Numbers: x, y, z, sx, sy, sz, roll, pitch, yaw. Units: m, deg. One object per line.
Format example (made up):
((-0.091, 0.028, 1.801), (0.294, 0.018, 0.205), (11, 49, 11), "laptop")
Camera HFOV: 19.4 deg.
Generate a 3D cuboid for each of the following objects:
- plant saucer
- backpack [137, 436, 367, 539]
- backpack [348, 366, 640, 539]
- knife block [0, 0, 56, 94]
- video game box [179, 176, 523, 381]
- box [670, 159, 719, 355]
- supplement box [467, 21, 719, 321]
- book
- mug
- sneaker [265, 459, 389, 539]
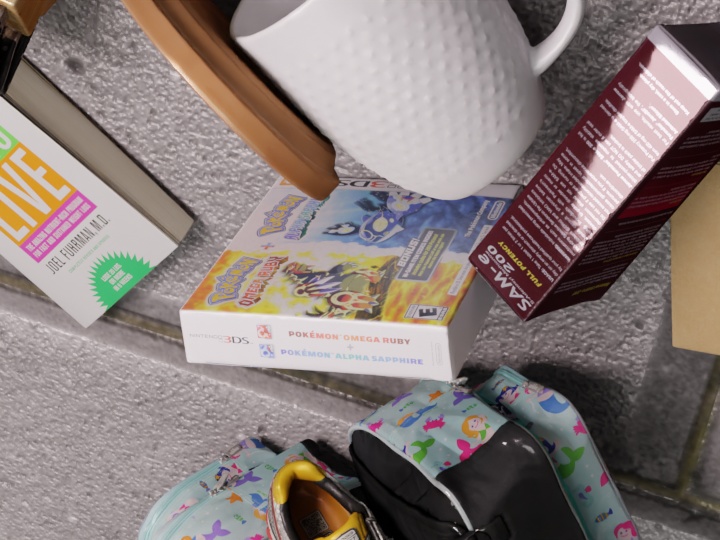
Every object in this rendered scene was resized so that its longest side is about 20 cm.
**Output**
((-0.081, -0.128, 1.353), (0.032, 0.200, 0.200), (-42, 103, 8), "plant saucer")
((-0.085, 0.234, 1.583), (0.150, 0.200, 0.178), (23, 131, 30), "backpack")
((0.086, 0.158, 1.480), (0.200, 0.150, 0.178), (16, 138, 59), "backpack")
((-0.235, -0.203, 1.361), (0.064, 0.176, 0.201), (23, 127, 3), "knife block")
((0.000, 0.000, 1.395), (0.181, 0.200, 0.047), (1, 119, 19), "video game box")
((0.294, -0.009, 1.355), (0.199, 0.021, 0.164), (10, 119, 28), "box")
((0.166, -0.062, 1.322), (0.061, 0.109, 0.200), (47, 118, 18), "supplement box")
((-0.236, -0.061, 1.542), (0.200, 0.048, 0.134), (41, 130, -11), "book")
((0.048, -0.149, 1.317), (0.200, 0.148, 0.175), (-34, 113, 24), "mug")
((-0.004, 0.213, 1.441), (0.200, 0.078, 0.082), (47, 163, 25), "sneaker")
